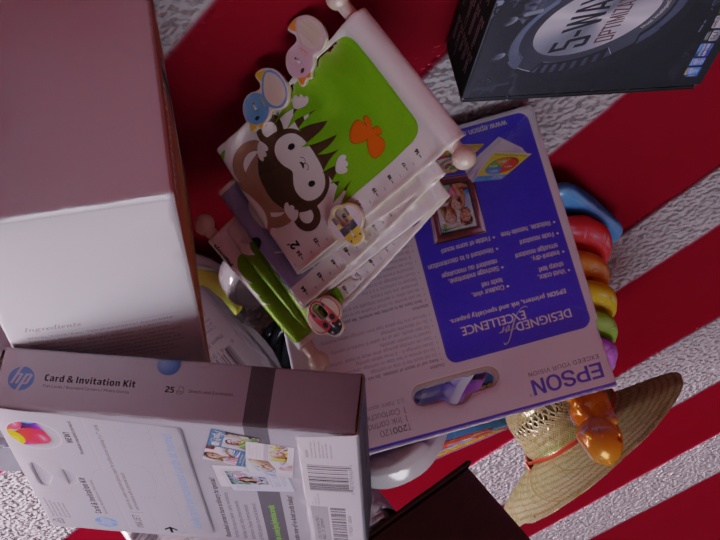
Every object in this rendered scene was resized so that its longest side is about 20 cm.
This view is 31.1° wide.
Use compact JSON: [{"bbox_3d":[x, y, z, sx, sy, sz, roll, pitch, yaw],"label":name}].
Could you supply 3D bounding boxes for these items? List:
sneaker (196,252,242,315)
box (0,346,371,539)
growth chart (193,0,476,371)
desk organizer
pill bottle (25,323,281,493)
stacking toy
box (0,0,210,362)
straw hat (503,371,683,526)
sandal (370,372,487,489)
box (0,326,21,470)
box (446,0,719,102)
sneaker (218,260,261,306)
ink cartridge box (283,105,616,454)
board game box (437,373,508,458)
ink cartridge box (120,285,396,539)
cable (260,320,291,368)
[{"bbox_3d":[-0.176,0.044,0.922,0.198,0.091,0.078,-8,148,-15],"label":"sneaker"},{"bbox_3d":[-0.094,0.107,0.742,0.198,0.041,0.157,3,145,5],"label":"box"},{"bbox_3d":[-0.023,-0.052,0.761,0.200,0.145,0.018,-52,168,33],"label":"growth chart"},{"bbox_3d":[0.014,0.213,0.809,0.199,0.077,0.072,-30,155,-30],"label":"desk organizer"},{"bbox_3d":[-0.162,0.117,1.017,0.199,0.114,0.113,-22,150,28],"label":"pill bottle"},{"bbox_3d":[0.150,0.049,0.943,0.109,0.202,0.116,-28,149,26],"label":"stacking toy"},{"bbox_3d":[-0.151,-0.041,0.721,0.105,0.154,0.201,-8,151,-5],"label":"box"},{"bbox_3d":[0.155,0.109,1.014,0.201,0.085,0.201,-41,179,-1],"label":"straw hat"},{"bbox_3d":[0.050,0.081,0.869,0.082,0.203,0.050,-5,121,35],"label":"sandal"},{"bbox_3d":[-0.302,0.042,0.790,0.198,0.157,0.041,6,145,-31],"label":"box"},{"bbox_3d":[0.146,-0.175,0.714,0.158,0.044,0.201,-5,150,-14],"label":"box"},{"bbox_3d":[0.000,0.000,0.901,0.198,0.100,0.078,-14,147,1],"label":"sneaker"},{"bbox_3d":[0.043,0.012,0.834,0.196,0.202,0.043,-15,158,3],"label":"ink cartridge box"},{"bbox_3d":[0.010,0.144,1.101,0.194,0.056,0.200,-9,164,-39],"label":"board game box"},{"bbox_3d":[-0.090,0.136,0.867,0.145,0.200,0.085,-40,159,-4],"label":"ink cartridge box"},{"bbox_3d":[0.008,0.058,1.072,0.198,0.051,0.164,-7,144,-9],"label":"cable"}]
